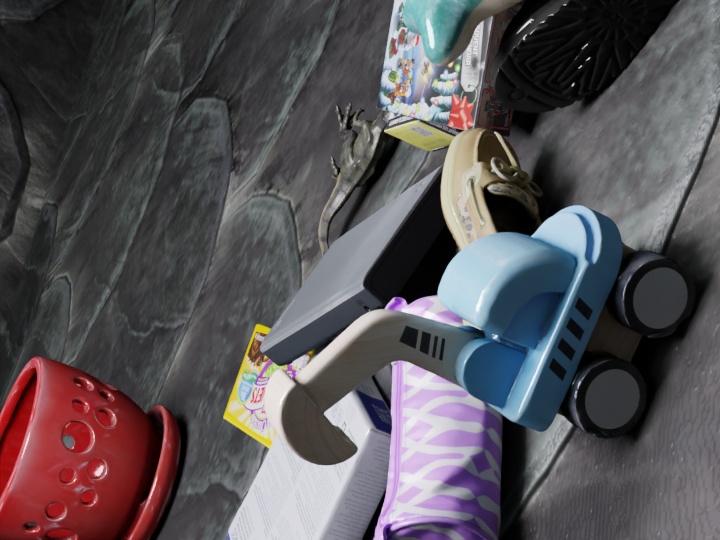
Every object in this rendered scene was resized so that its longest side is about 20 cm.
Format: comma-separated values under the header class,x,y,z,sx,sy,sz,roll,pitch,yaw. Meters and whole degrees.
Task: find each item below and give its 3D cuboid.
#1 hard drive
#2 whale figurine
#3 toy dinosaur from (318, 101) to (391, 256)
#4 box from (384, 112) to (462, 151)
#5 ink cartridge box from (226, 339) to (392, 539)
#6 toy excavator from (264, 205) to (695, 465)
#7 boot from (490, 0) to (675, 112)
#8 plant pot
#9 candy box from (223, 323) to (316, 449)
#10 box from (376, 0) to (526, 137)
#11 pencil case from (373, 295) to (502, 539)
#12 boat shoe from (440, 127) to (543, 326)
class,x,y,z,sx,sy,sz,roll,pitch,yaw
hard drive,0.000,0.000,1.287,0.140,0.033,0.200,-55,11,-31
whale figurine,0.089,-0.237,1.029,0.200,0.103,0.160,-48,35,17
toy dinosaur,-0.006,-0.103,1.459,0.201,0.047,0.088,-63,27,23
box,0.084,-0.206,1.321,0.075,0.050,0.202,-3,66,68
ink cartridge box,-0.040,0.179,1.248,0.201,0.040,0.200,-63,19,12
toy excavator,0.064,0.039,0.899,0.196,0.199,0.100,-66,20,4
boot,0.162,-0.226,1.093,0.211,0.079,0.159,-44,36,27
plant pot,-0.307,0.217,1.691,0.201,0.181,0.201,-52,25,36
candy box,-0.078,0.111,1.444,0.200,0.026,0.103,11,83,70
box,0.078,-0.213,1.194,0.137,0.040,0.202,21,104,55
pencil case,0.053,0.105,1.029,0.084,0.085,0.201,-47,29,41
boat shoe,0.104,-0.025,1.065,0.063,0.073,0.201,-41,43,39
